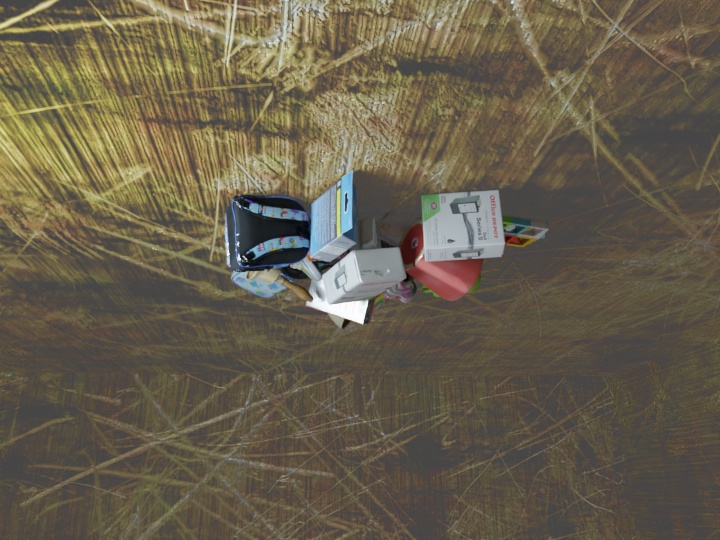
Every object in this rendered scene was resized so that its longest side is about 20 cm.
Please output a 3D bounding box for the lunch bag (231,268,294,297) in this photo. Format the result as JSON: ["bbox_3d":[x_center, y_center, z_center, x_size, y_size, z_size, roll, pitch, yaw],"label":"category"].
[{"bbox_3d":[-0.294,0.002,1.761,0.158,0.085,0.198,27,148,-27],"label":"lunch bag"}]

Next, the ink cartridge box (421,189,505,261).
[{"bbox_3d":[0.251,-0.110,1.435,0.192,0.151,0.084,-4,158,6],"label":"ink cartridge box"}]

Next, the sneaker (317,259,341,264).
[{"bbox_3d":[-0.090,-0.067,1.647,0.195,0.086,0.073,14,154,31],"label":"sneaker"}]

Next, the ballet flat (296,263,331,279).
[{"bbox_3d":[-0.136,-0.015,1.777,0.196,0.071,0.067,-17,163,37],"label":"ballet flat"}]

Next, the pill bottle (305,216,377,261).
[{"bbox_3d":[-0.056,-0.087,1.530,0.192,0.113,0.110,-4,159,7],"label":"pill bottle"}]

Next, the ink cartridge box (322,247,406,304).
[{"bbox_3d":[0.007,0.016,1.515,0.141,0.087,0.199,-6,164,-30],"label":"ink cartridge box"}]

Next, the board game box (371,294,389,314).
[{"bbox_3d":[0.074,0.062,1.850,0.199,0.040,0.154,-41,166,-15],"label":"board game box"}]

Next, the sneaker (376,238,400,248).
[{"bbox_3d":[0.107,-0.053,1.692,0.096,0.073,0.200,-9,164,15],"label":"sneaker"}]

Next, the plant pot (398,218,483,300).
[{"bbox_3d":[0.207,-0.041,1.578,0.174,0.207,0.199,22,151,-27],"label":"plant pot"}]

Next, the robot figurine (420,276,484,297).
[{"bbox_3d":[0.284,0.018,1.806,0.193,0.119,0.176,-7,154,14],"label":"robot figurine"}]

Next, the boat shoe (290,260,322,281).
[{"bbox_3d":[-0.179,-0.041,1.599,0.061,0.072,0.201,-37,113,7],"label":"boat shoe"}]

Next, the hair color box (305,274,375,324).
[{"bbox_3d":[-0.056,0.082,1.716,0.194,0.105,0.061,16,-177,24],"label":"hair color box"}]

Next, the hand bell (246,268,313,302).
[{"bbox_3d":[-0.214,0.033,1.638,0.198,0.106,0.103,36,144,-22],"label":"hand bell"}]

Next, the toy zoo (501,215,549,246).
[{"bbox_3d":[0.434,-0.107,1.630,0.193,0.021,0.131,7,157,-19],"label":"toy zoo"}]

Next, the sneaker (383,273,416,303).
[{"bbox_3d":[0.126,0.036,1.707,0.088,0.082,0.198,-44,159,18],"label":"sneaker"}]

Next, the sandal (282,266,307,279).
[{"bbox_3d":[-0.198,-0.033,1.647,0.075,0.048,0.202,-38,135,-3],"label":"sandal"}]

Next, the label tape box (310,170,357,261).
[{"bbox_3d":[-0.049,-0.125,1.383,0.064,0.148,0.198,12,156,-31],"label":"label tape box"}]

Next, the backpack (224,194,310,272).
[{"bbox_3d":[-0.227,-0.090,1.438,0.194,0.189,0.134,-4,171,-27],"label":"backpack"}]

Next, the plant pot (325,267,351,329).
[{"bbox_3d":[-0.057,0.063,1.846,0.132,0.203,0.201,32,162,10],"label":"plant pot"}]

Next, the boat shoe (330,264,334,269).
[{"bbox_3d":[0.000,0.000,1.717,0.197,0.094,0.075,30,-174,-24],"label":"boat shoe"}]
